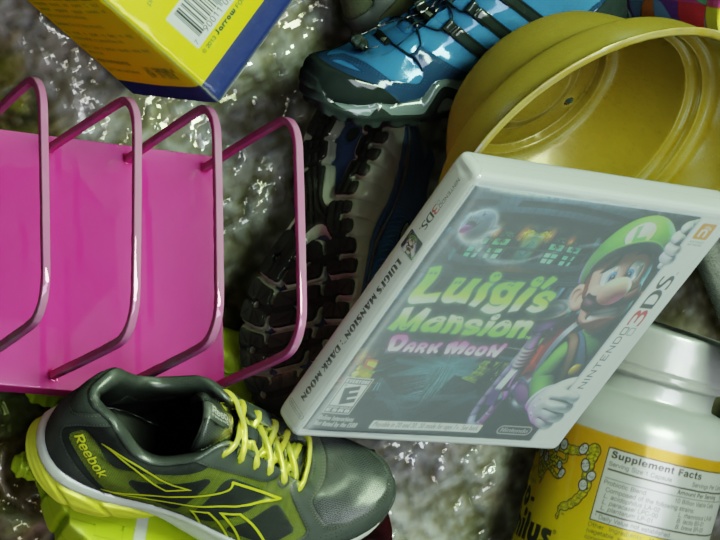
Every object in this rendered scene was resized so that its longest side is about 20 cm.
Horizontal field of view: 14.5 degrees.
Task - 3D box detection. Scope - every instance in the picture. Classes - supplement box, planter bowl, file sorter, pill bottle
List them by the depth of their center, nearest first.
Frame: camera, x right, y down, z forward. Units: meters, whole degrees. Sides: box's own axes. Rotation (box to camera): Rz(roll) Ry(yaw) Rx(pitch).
[{"bbox_3d":[-0.133,-0.190,1.443,0.200,0.109,0.110,41,76,-26],"label":"supplement box"},{"bbox_3d":[-0.139,-0.018,1.444,0.199,0.125,0.139,6,72,-28],"label":"file sorter"},{"bbox_3d":[0.107,-0.074,1.480,0.200,0.084,0.201,-22,144,-17],"label":"planter bowl"},{"bbox_3d":[0.153,0.130,1.658,0.112,0.113,0.201,14,94,-29],"label":"pill bottle"}]

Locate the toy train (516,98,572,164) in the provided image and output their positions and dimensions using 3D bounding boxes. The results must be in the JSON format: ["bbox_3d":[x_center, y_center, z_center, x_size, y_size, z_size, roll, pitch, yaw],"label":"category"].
[{"bbox_3d":[0.097,-0.030,1.587,0.114,0.085,0.201,33,68,-46],"label":"toy train"}]

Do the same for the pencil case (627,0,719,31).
[{"bbox_3d":[0.201,-0.152,1.575,0.088,0.200,0.089,-4,101,-19],"label":"pencil case"}]

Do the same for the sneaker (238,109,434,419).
[{"bbox_3d":[0.000,0.000,1.556,0.089,0.078,0.201,40,62,-43],"label":"sneaker"}]

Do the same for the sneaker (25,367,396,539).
[{"bbox_3d":[-0.069,0.100,1.461,0.199,0.085,0.075,9,60,-21],"label":"sneaker"}]

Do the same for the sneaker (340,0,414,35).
[{"bbox_3d":[0.072,-0.172,1.587,0.199,0.074,0.081,-18,115,-15],"label":"sneaker"}]

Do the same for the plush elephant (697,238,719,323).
[{"bbox_3d":[0.261,-0.054,1.645,0.154,0.165,0.201,-24,89,11],"label":"plush elephant"}]

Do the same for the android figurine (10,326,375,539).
[{"bbox_3d":[-0.089,0.110,1.523,0.199,0.041,0.183,19,57,-14],"label":"android figurine"}]

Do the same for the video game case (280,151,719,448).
[{"bbox_3d":[0.079,0.021,1.477,0.200,0.023,0.182,6,129,-43],"label":"video game case"}]

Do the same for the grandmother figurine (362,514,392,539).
[{"bbox_3d":[-0.027,0.166,1.608,0.200,0.061,0.121,18,119,-32],"label":"grandmother figurine"}]

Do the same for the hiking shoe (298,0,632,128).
[{"bbox_3d":[0.054,-0.138,1.514,0.199,0.074,0.087,-18,123,-24],"label":"hiking shoe"}]
